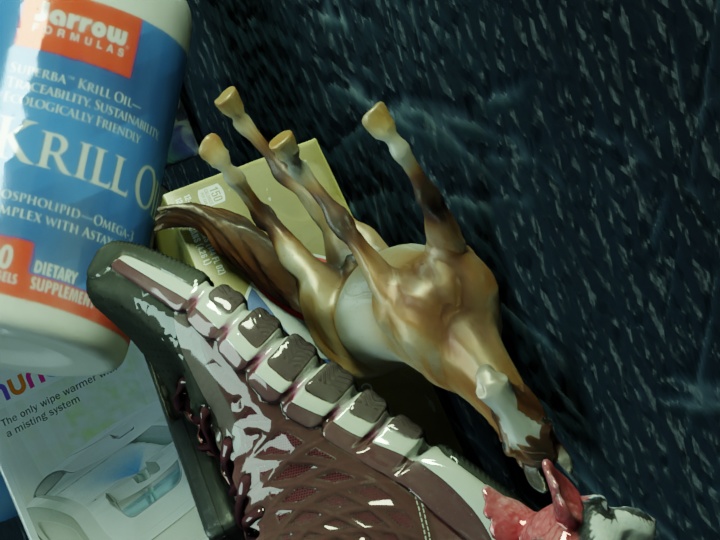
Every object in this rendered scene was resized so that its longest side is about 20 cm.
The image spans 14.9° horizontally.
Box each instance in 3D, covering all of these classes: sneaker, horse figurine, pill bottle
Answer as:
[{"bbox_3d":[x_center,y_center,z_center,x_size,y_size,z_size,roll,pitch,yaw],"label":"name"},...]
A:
[{"bbox_3d":[-0.041,0.082,0.969,0.200,0.116,0.076,35,174,15],"label":"sneaker"},{"bbox_3d":[0.000,0.000,0.957,0.133,0.050,0.200,55,161,-19],"label":"horse figurine"},{"bbox_3d":[-0.128,-0.067,1.080,0.112,0.112,0.200,143,138,-74],"label":"pill bottle"}]

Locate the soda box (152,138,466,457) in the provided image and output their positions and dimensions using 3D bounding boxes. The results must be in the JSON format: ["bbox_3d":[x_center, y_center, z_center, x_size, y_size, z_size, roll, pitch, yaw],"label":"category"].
[{"bbox_3d":[-0.009,0.057,1.052,0.200,0.068,0.064,65,164,14],"label":"soda box"}]

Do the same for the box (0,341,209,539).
[{"bbox_3d":[-0.090,0.102,1.236,0.177,0.097,0.200,65,-177,18],"label":"box"}]

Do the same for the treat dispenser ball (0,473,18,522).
[{"bbox_3d":[-0.232,0.046,1.551,0.201,0.201,0.201,59,162,32],"label":"treat dispenser ball"}]

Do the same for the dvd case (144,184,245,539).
[{"bbox_3d":[-0.057,0.048,1.151,0.143,0.018,0.200,47,-162,-57],"label":"dvd case"}]

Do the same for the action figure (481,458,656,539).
[{"bbox_3d":[0.086,0.141,0.717,0.200,0.149,0.134,52,168,8],"label":"action figure"}]

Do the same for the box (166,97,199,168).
[{"bbox_3d":[-0.197,-0.085,1.255,0.149,0.200,0.107,69,164,-7],"label":"box"}]
